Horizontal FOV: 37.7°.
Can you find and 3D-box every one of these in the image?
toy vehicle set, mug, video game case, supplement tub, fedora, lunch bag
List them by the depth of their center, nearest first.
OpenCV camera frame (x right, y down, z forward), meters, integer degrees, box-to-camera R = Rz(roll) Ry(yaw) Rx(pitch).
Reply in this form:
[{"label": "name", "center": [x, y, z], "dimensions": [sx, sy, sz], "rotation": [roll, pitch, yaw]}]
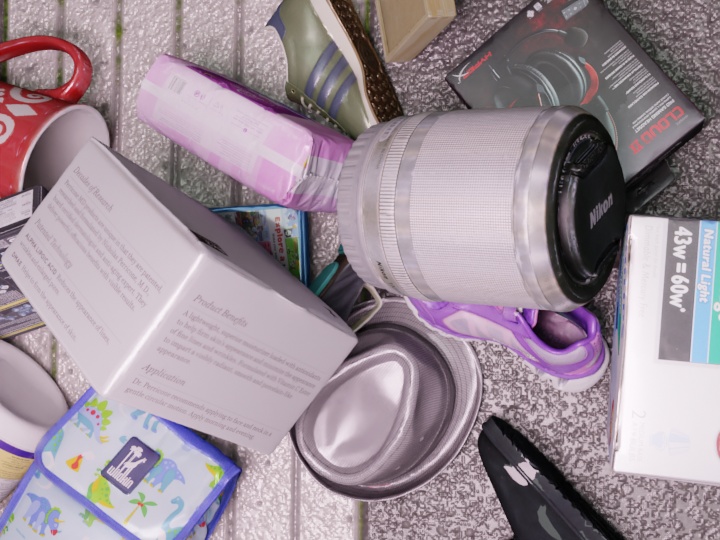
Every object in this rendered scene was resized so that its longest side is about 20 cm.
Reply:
[{"label": "toy vehicle set", "center": [0.037, -0.306, 0.964], "dimensions": [0.026, 0.124, 0.200], "rotation": [-8, 86, -17]}, {"label": "fedora", "center": [0.011, 0.122, 0.971], "dimensions": [0.177, 0.090, 0.200], "rotation": [45, 98, 11]}, {"label": "video game case", "center": [-0.146, 0.013, 0.998], "dimensions": [0.200, 0.018, 0.143], "rotation": [-3, 87, 10]}, {"label": "lunch bag", "center": [-0.229, 0.223, 1.007], "dimensions": [0.170, 0.127, 0.200], "rotation": [34, 96, 12]}, {"label": "supplement tub", "center": [-0.404, 0.177, 1.042], "dimensions": [0.200, 0.145, 0.145], "rotation": [-43, 79, 9]}, {"label": "mug", "center": [-0.364, -0.148, 1.070], "dimensions": [0.200, 0.133, 0.178], "rotation": [21, 57, 18]}]

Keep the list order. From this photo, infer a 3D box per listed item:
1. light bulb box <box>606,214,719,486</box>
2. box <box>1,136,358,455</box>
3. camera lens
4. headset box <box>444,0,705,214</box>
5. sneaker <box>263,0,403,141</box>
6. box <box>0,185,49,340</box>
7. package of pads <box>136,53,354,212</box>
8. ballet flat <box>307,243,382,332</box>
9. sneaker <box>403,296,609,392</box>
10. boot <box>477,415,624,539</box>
[{"label": "light bulb box", "center": [0.269, 0.061, 0.855], "dimensions": [0.125, 0.200, 0.198], "rotation": [4, 88, 13]}, {"label": "box", "center": [-0.145, 0.023, 0.855], "dimensions": [0.131, 0.199, 0.200], "rotation": [-52, 50, 4]}, {"label": "camera lens", "center": [0.102, -0.051, 0.857], "dimensions": [0.200, 0.160, 0.160], "rotation": [4, 89, 35]}, {"label": "headset box", "center": [0.197, -0.141, 0.943], "dimensions": [0.149, 0.075, 0.200], "rotation": [-40, 80, 10]}, {"label": "sneaker", "center": [-0.026, -0.176, 1.011], "dimensions": [0.090, 0.067, 0.200], "rotation": [-25, 88, 28]}, {"label": "box", "center": [-0.350, 0.004, 1.027], "dimensions": [0.200, 0.161, 0.049], "rotation": [-19, 55, 13]}, {"label": "package of pads", "center": [-0.098, -0.123, 0.970], "dimensions": [0.200, 0.120, 0.076], "rotation": [31, 100, 26]}, {"label": "ballet flat", "center": [0.000, 0.000, 0.961], "dimensions": [0.073, 0.073, 0.200], "rotation": [30, 77, 13]}, {"label": "sneaker", "center": [0.132, 0.033, 0.939], "dimensions": [0.200, 0.088, 0.081], "rotation": [25, 74, 12]}, {"label": "boot", "center": [0.134, 0.254, 0.950], "dimensions": [0.162, 0.073, 0.198], "rotation": [-45, 80, 12]}]
